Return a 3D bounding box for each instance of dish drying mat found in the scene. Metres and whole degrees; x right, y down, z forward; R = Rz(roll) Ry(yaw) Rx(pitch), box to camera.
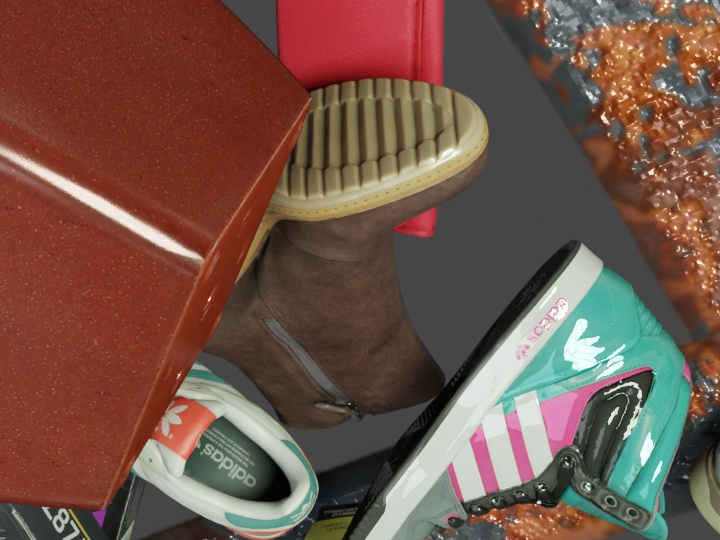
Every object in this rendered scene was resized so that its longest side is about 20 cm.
[{"bbox_3d":[-0.001,-0.106,0.746,0.077,0.018,0.200,9,123,15],"label":"dish drying mat"}]

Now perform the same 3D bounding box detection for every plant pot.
[{"bbox_3d":[-0.134,-0.025,0.651,0.176,0.200,0.200,27,125,0],"label":"plant pot"}]

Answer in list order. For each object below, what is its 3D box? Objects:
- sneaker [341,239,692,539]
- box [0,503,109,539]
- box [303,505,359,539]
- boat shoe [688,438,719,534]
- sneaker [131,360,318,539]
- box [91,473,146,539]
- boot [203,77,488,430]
[{"bbox_3d":[0.084,0.096,0.791,0.121,0.084,0.200,37,108,-2],"label":"sneaker"},{"bbox_3d":[-0.234,0.148,0.922,0.200,0.049,0.161,-6,128,29],"label":"box"},{"bbox_3d":[-0.020,0.204,0.834,0.050,0.200,0.075,-12,115,28],"label":"box"},{"bbox_3d":[0.248,0.135,0.774,0.200,0.075,0.068,35,131,-3],"label":"boat shoe"},{"bbox_3d":[-0.102,0.062,0.828,0.200,0.070,0.093,35,167,-4],"label":"sneaker"},{"bbox_3d":[-0.214,0.090,0.932,0.200,0.036,0.143,23,125,6],"label":"box"},{"bbox_3d":[0.000,0.000,0.777,0.200,0.072,0.166,-16,135,29],"label":"boot"}]
